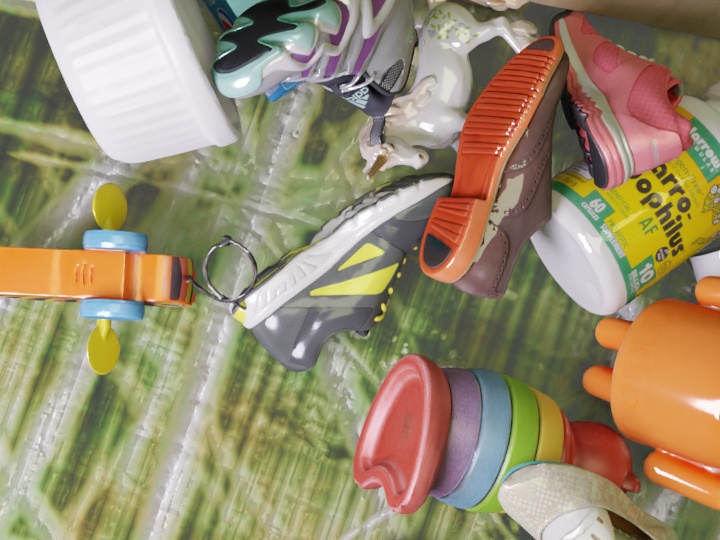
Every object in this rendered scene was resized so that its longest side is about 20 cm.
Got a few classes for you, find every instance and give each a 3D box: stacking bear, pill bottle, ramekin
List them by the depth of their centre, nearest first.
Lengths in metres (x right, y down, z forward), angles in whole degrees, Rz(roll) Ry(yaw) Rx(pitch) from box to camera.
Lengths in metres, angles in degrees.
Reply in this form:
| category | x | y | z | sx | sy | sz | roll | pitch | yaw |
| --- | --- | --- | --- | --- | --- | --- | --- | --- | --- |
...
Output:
| category | x | y | z | sx | sy | sz | roll | pitch | yaw |
| --- | --- | --- | --- | --- | --- | --- | --- | --- | --- |
| ramekin | -0.163 | -0.169 | 1.450 | 0.094 | 0.202 | 0.203 | -22 | 91 | 2 |
| stacking bear | 0.114 | 0.139 | 1.538 | 0.199 | 0.121 | 0.114 | 16 | 93 | -21 |
| pill bottle | 0.234 | -0.064 | 1.572 | 0.199 | 0.113 | 0.113 | -35 | 94 | -13 |

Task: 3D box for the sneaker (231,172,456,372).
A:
| category | x | y | z | sx | sy | sz | roll | pitch | yaw |
| --- | --- | --- | --- | --- | --- | --- | --- | --- | --- |
| sneaker | 0.000 | 0.000 | 1.542 | 0.199 | 0.074 | 0.085 | -35 | 100 | -4 |

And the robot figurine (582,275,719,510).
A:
| category | x | y | z | sx | sy | sz | roll | pitch | yaw |
| --- | --- | --- | --- | --- | --- | --- | --- | --- | --- |
| robot figurine | 0.267 | 0.090 | 1.524 | 0.144 | 0.199 | 0.117 | -52 | 140 | -29 |

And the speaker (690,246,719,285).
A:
| category | x | y | z | sx | sy | sz | roll | pitch | yaw |
| --- | --- | --- | --- | --- | --- | --- | --- | --- | --- |
| speaker | 0.324 | 0.071 | 1.600 | 0.081 | 0.081 | 0.201 | -16 | 91 | -13 |

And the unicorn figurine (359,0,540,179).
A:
| category | x | y | z | sx | sy | sz | roll | pitch | yaw |
| --- | --- | --- | --- | --- | --- | --- | --- | --- | --- |
| unicorn figurine | 0.071 | -0.135 | 1.568 | 0.136 | 0.074 | 0.201 | 11 | 68 | -12 |

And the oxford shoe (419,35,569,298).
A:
| category | x | y | z | sx | sy | sz | roll | pitch | yaw |
| --- | --- | --- | --- | --- | --- | --- | --- | --- | --- |
| oxford shoe | 0.113 | -0.076 | 1.511 | 0.072 | 0.071 | 0.201 | 26 | 87 | -29 |

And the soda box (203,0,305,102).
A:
| category | x | y | z | sx | sy | sz | roll | pitch | yaw |
| --- | --- | --- | --- | --- | --- | --- | --- | --- | --- |
| soda box | -0.091 | -0.231 | 1.533 | 0.068 | 0.064 | 0.201 | -35 | 95 | -13 |

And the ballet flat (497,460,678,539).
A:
| category | x | y | z | sx | sy | sz | roll | pitch | yaw |
| --- | --- | --- | --- | --- | --- | --- | --- | --- | --- |
| ballet flat | 0.181 | 0.195 | 1.502 | 0.199 | 0.063 | 0.067 | 27 | 118 | -40 |

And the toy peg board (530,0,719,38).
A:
| category | x | y | z | sx | sy | sz | roll | pitch | yaw |
| --- | --- | --- | --- | --- | --- | --- | --- | --- | --- |
| toy peg board | 0.254 | -0.279 | 1.546 | 0.198 | 0.200 | 0.098 | 7 | 63 | -25 |

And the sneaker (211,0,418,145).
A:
| category | x | y | z | sx | sy | sz | roll | pitch | yaw |
| --- | --- | --- | --- | --- | --- | --- | --- | --- | --- |
| sneaker | -0.017 | -0.142 | 1.456 | 0.200 | 0.077 | 0.140 | -44 | 128 | -33 |

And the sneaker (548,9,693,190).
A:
| category | x | y | z | sx | sy | sz | roll | pitch | yaw |
| --- | --- | --- | --- | --- | --- | --- | --- | --- | --- |
| sneaker | 0.199 | -0.134 | 1.542 | 0.086 | 0.201 | 0.074 | -14 | 129 | 1 |

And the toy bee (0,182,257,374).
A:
| category | x | y | z | sx | sy | sz | roll | pitch | yaw |
| --- | --- | --- | --- | --- | --- | --- | --- | --- | --- |
| toy bee | -0.166 | 0.015 | 1.493 | 0.199 | 0.109 | 0.132 | 23 | 90 | 15 |
